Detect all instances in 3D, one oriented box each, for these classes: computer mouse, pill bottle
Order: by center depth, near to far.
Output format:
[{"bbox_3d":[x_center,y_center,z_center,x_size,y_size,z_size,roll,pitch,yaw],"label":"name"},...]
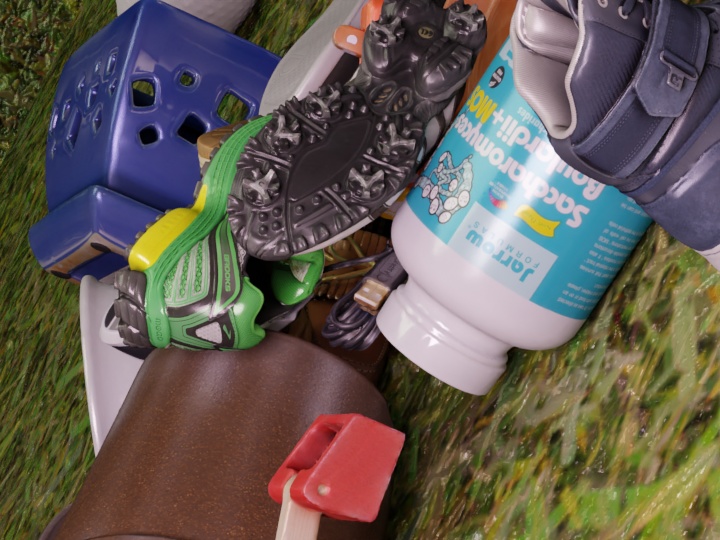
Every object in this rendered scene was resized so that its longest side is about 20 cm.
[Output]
[{"bbox_3d":[0.089,-0.039,0.994,0.201,0.110,0.111,-58,18,13],"label":"pill bottle"},{"bbox_3d":[-0.053,0.020,1.108,0.199,0.044,0.110,-11,31,29],"label":"computer mouse"}]

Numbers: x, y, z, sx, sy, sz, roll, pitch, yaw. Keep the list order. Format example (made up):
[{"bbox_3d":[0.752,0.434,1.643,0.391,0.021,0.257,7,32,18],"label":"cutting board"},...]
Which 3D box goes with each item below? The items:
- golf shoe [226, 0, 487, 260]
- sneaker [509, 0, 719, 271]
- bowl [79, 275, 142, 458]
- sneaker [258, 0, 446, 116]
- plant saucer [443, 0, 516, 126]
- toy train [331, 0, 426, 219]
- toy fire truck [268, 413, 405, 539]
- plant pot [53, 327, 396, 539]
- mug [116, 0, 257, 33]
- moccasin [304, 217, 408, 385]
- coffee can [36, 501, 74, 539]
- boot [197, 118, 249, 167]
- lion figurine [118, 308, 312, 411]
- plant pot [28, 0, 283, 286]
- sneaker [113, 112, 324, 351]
[{"bbox_3d":[0.000,-0.057,1.020,0.200,0.078,0.095,-48,-17,-35],"label":"golf shoe"},{"bbox_3d":[0.153,-0.121,0.888,0.203,0.146,0.077,-64,17,-13],"label":"sneaker"},{"bbox_3d":[-0.134,0.097,1.372,0.201,0.090,0.203,172,90,-87],"label":"bowl"},{"bbox_3d":[0.012,-0.136,1.340,0.071,0.099,0.200,-17,30,49],"label":"sneaker"},{"bbox_3d":[0.102,-0.159,1.136,0.201,0.032,0.201,-51,23,31],"label":"plant saucer"},{"bbox_3d":[0.006,-0.105,1.197,0.200,0.055,0.151,-127,40,-81],"label":"toy train"},{"bbox_3d":[0.003,0.178,0.861,0.201,0.141,0.049,-66,19,-14],"label":"toy fire truck"},{"bbox_3d":[-0.071,0.150,1.027,0.200,0.200,0.199,-43,22,44],"label":"plant pot"},{"bbox_3d":[-0.159,-0.311,2.053,0.176,0.147,0.200,-61,-14,26],"label":"mug"},{"bbox_3d":[0.002,0.001,1.249,0.078,0.073,0.202,-61,6,35],"label":"moccasin"},{"bbox_3d":[-0.179,0.247,1.246,0.200,0.146,0.147,-44,25,42],"label":"coffee can"},{"bbox_3d":[-0.042,-0.028,1.375,0.200,0.072,0.157,-23,-63,-59],"label":"boot"},{"bbox_3d":[-0.076,0.050,1.196,0.199,0.073,0.123,-2,47,48],"label":"lion figurine"},{"bbox_3d":[-0.135,-0.066,1.520,0.200,0.199,0.181,-21,50,63],"label":"plant pot"},{"bbox_3d":[-0.049,-0.015,1.054,0.200,0.085,0.078,-56,-29,-49],"label":"sneaker"}]
